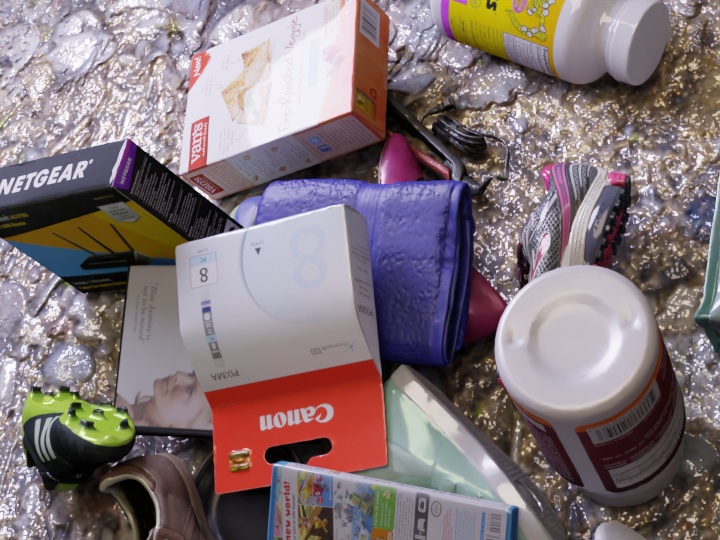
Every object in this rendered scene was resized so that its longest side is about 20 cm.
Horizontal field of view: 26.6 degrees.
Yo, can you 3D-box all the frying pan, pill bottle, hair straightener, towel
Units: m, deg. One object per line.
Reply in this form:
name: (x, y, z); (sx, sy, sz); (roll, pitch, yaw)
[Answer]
frying pan: (-0.125, 0.200, 1.252); (0.188, 0.031, 0.116); (-18, 59, 23)
pill bottle: (0.172, 0.090, 1.092); (0.113, 0.200, 0.116); (-9, 59, 16)
hair straightener: (0.063, -0.129, 1.349); (0.077, 0.041, 0.199); (-48, 51, -9)
pill bottle: (0.166, -0.227, 1.327); (0.198, 0.104, 0.105); (25, 73, 30)
towel: (0.000, 0.000, 1.252); (0.198, 0.049, 0.150); (3, 80, 30)

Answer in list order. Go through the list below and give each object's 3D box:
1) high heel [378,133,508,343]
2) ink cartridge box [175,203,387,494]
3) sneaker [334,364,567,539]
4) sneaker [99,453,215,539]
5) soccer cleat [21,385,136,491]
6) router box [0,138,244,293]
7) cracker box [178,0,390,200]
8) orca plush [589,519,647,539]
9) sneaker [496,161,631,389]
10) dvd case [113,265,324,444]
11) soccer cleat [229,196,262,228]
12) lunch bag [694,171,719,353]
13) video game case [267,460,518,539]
high heel: (0.073, -0.032, 1.282); (0.095, 0.067, 0.203); (-15, 70, 17)
ink cartridge box: (-0.065, 0.063, 1.195); (0.158, 0.047, 0.203); (-12, 72, 24)
sneaker: (0.064, 0.182, 1.170); (0.118, 0.074, 0.200); (-49, 63, 7)
sneaker: (-0.143, 0.237, 1.191); (0.071, 0.075, 0.201); (-49, 61, 30)
soccer cleat: (-0.235, 0.147, 1.263); (0.199, 0.067, 0.082); (8, 95, 62)
router box: (-0.222, -0.042, 1.320); (0.198, 0.149, 0.052); (-8, 56, 40)
cracker box: (-0.070, -0.158, 1.382); (0.198, 0.058, 0.136); (-17, 56, 32)
orca plush: (0.226, 0.268, 1.073); (0.199, 0.072, 0.105); (35, 35, 28)
sneaker: (0.153, 0.007, 1.216); (0.074, 0.081, 0.202); (17, 68, 20)
dvd case: (-0.114, 0.067, 1.256); (0.197, 0.018, 0.145); (0, 78, 25)
soccer cleat: (-0.111, 0.030, 1.334); (0.083, 0.064, 0.202); (-6, 61, 53)
lunch bag: (0.351, -0.032, 1.138); (0.168, 0.122, 0.203); (6, 71, 25)
video game case: (0.018, 0.231, 1.145); (0.198, 0.018, 0.145); (7, 97, 25)
